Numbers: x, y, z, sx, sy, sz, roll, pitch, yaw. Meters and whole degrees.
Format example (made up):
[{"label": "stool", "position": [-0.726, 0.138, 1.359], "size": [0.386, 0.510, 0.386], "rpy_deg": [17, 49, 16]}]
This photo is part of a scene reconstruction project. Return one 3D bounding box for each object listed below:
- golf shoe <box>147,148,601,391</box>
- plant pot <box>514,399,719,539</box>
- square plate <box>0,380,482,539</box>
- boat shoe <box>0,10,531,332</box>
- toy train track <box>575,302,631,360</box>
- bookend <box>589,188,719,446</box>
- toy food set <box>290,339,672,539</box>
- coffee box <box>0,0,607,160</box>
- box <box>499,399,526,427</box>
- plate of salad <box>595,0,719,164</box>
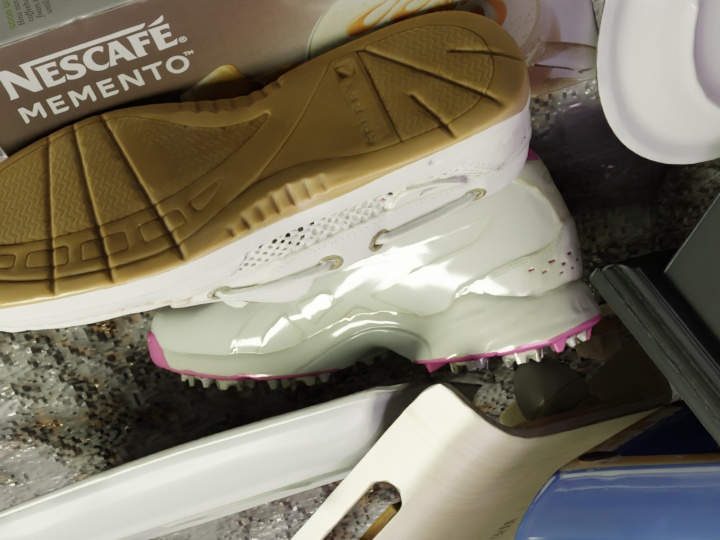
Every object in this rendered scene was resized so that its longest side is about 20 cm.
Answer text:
[{"label": "golf shoe", "position": [0.000, 0.000, 0.830], "size": [0.199, 0.092, 0.075], "rpy_deg": [-8, -175, 22]}, {"label": "plant pot", "position": [0.181, 0.147, 0.807], "size": [0.199, 0.180, 0.200], "rpy_deg": [-6, -175, 30]}, {"label": "square plate", "position": [-0.055, 0.090, 0.873], "size": [0.200, 0.029, 0.198], "rpy_deg": [-19, 172, 14]}, {"label": "boat shoe", "position": [-0.038, -0.016, 0.643], "size": [0.199, 0.071, 0.069], "rpy_deg": [-17, 144, 1]}, {"label": "toy train track", "position": [0.197, 0.010, 0.935], "size": [0.199, 0.033, 0.115], "rpy_deg": [-16, 145, 4]}, {"label": "bookend", "position": [0.223, -0.045, 0.754], "size": [0.200, 0.092, 0.199], "rpy_deg": [-12, 145, -38]}, {"label": "toy food set", "position": [0.043, 0.091, 0.872], "size": [0.144, 0.060, 0.200], "rpy_deg": [-50, 158, 23]}, {"label": "coffee box", "position": [-0.029, -0.095, 0.670], "size": [0.199, 0.080, 0.114], "rpy_deg": [-17, 145, 4]}, {"label": "box", "position": [0.172, 0.128, 1.009], "size": [0.200, 0.121, 0.032], "rpy_deg": [9, 138, -29]}, {"label": "plate of salad", "position": [0.153, -0.125, 0.703], "size": [0.200, 0.048, 0.200], "rpy_deg": [-30, 144, -24]}]
